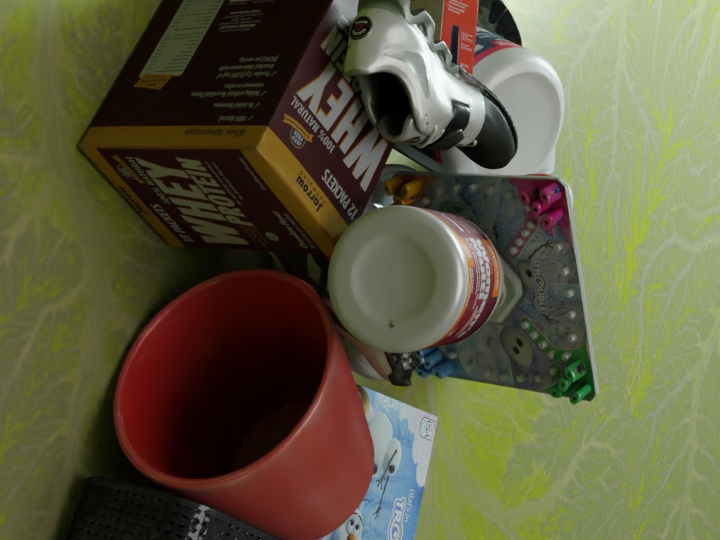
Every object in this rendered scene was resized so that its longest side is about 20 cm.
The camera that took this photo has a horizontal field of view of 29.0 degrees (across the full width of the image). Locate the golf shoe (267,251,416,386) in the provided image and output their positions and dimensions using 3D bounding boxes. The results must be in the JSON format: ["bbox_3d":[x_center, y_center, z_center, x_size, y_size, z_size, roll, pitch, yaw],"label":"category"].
[{"bbox_3d":[-0.017,0.018,1.203,0.201,0.087,0.077,60,26,-20],"label":"golf shoe"}]

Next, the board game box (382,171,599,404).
[{"bbox_3d":[0.111,0.014,1.238,0.026,0.199,0.202,-26,112,-41],"label":"board game box"}]

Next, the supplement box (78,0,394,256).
[{"bbox_3d":[-0.082,-0.135,1.131,0.133,0.196,0.201,50,55,-42],"label":"supplement box"}]

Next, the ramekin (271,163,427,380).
[{"bbox_3d":[0.000,0.000,1.332,0.201,0.093,0.205,-5,96,-52],"label":"ramekin"}]

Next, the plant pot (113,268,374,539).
[{"bbox_3d":[-0.080,0.129,1.169,0.202,0.198,0.178,-66,146,-26],"label":"plant pot"}]

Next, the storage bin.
[{"bbox_3d":[-0.134,0.246,1.130,0.200,0.134,0.095,38,64,-47],"label":"storage bin"}]

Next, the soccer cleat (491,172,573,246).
[{"bbox_3d":[0.135,-0.034,1.280,0.085,0.200,0.069,-9,70,-39],"label":"soccer cleat"}]

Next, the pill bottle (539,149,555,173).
[{"bbox_3d":[0.159,-0.045,1.505,0.113,0.113,0.203,-21,117,-50],"label":"pill bottle"}]

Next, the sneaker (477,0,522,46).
[{"bbox_3d":[0.108,-0.292,1.444,0.086,0.077,0.202,10,64,-87],"label":"sneaker"}]

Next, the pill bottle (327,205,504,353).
[{"bbox_3d":[0.053,0.007,1.112,0.200,0.108,0.111,0,92,-73],"label":"pill bottle"}]

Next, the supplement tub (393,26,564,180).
[{"bbox_3d":[0.082,-0.166,1.318,0.139,0.200,0.142,-20,126,-30],"label":"supplement tub"}]

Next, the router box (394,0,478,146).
[{"bbox_3d":[0.014,-0.204,1.250,0.049,0.199,0.182,9,85,-46],"label":"router box"}]

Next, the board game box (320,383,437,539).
[{"bbox_3d":[-0.008,0.219,1.376,0.198,0.043,0.202,27,70,-52],"label":"board game box"}]

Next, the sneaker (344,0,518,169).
[{"bbox_3d":[0.049,-0.124,1.089,0.200,0.074,0.089,41,60,-37],"label":"sneaker"}]
